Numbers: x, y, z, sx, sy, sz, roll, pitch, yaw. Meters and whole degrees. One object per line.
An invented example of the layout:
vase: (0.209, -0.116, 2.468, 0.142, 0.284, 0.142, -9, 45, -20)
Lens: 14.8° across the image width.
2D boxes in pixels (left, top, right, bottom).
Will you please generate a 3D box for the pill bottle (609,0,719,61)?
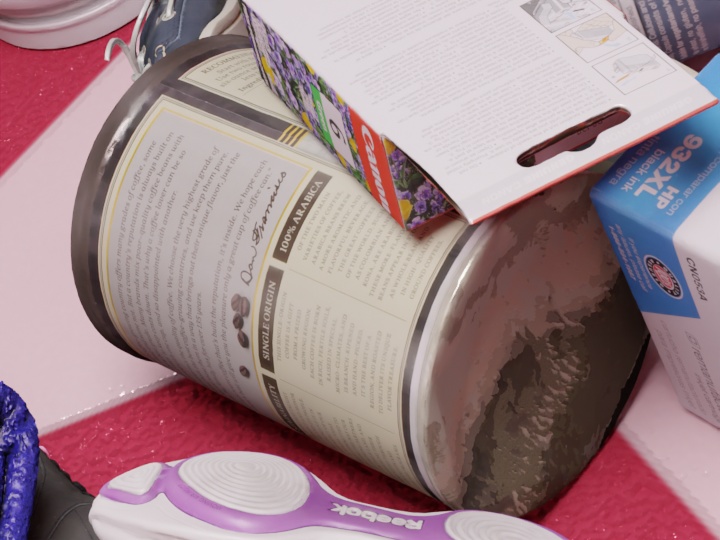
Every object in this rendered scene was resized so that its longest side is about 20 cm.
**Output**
pill bottle: (0.100, -0.140, 1.239, 0.199, 0.120, 0.120, -20, 46, 7)

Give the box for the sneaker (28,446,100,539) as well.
sneaker: (-0.115, 0.112, 1.163, 0.099, 0.071, 0.200, -6, 26, -13)

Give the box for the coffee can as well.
coffee can: (0.000, 0.000, 1.143, 0.200, 0.147, 0.146, 24, 64, 37)

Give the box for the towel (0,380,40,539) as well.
towel: (-0.202, 0.143, 1.110, 0.200, 0.049, 0.148, -38, 37, 41)

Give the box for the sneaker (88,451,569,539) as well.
sneaker: (-0.013, 0.130, 1.056, 0.199, 0.100, 0.075, 14, 23, 15)

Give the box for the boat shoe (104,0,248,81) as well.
boat shoe: (-0.078, -0.108, 1.323, 0.062, 0.075, 0.201, -6, 48, 18)

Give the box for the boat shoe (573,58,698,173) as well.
boat shoe: (0.079, -0.073, 1.162, 0.075, 0.199, 0.066, -60, 3, 21)

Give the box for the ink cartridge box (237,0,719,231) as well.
ink cartridge box: (0.043, -0.070, 1.056, 0.109, 0.050, 0.200, -26, 39, -13)

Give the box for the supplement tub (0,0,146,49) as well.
supplement tub: (-0.176, -0.222, 1.379, 0.145, 0.200, 0.146, -12, 47, 14)

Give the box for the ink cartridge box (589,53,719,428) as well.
ink cartridge box: (0.198, 0.026, 1.031, 0.084, 0.145, 0.200, -44, 48, -16)
